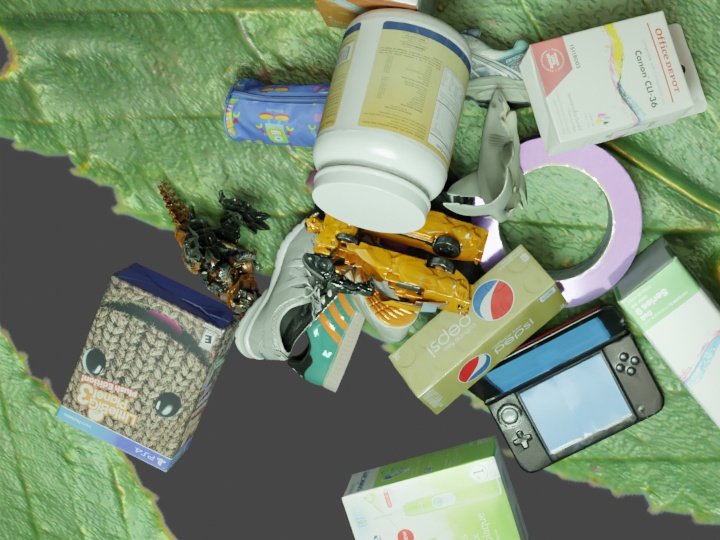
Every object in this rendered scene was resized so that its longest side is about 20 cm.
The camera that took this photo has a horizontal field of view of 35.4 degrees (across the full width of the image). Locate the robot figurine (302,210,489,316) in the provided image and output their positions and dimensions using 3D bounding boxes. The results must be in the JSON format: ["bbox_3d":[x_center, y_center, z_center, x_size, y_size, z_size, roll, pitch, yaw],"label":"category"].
[{"bbox_3d":[0.033,-0.021,1.235,0.198,0.058,0.146,16,61,6],"label":"robot figurine"}]

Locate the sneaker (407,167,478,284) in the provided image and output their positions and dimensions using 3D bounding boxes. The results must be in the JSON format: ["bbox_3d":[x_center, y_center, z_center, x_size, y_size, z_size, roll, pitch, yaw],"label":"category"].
[{"bbox_3d":[0.095,-0.052,1.304,0.091,0.076,0.202,-25,87,52],"label":"sneaker"}]

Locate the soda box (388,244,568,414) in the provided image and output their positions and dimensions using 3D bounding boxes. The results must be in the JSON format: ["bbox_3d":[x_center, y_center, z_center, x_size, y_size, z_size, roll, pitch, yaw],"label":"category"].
[{"bbox_3d":[0.133,0.068,1.275,0.200,0.064,0.068,-40,56,3],"label":"soda box"}]

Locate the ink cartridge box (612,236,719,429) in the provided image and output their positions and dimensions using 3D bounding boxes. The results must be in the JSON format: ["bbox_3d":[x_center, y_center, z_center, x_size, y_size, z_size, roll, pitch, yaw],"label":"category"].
[{"bbox_3d":[0.382,0.074,1.292,0.087,0.145,0.200,-40,93,13],"label":"ink cartridge box"}]

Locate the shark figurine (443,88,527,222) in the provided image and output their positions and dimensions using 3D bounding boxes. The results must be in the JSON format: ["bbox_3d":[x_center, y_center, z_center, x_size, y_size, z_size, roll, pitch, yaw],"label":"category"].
[{"bbox_3d":[0.133,-0.090,1.227,0.089,0.215,0.129,-7,124,15],"label":"shark figurine"}]

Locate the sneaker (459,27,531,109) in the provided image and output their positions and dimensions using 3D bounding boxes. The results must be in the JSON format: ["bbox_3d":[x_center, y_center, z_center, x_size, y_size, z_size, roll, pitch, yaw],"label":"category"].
[{"bbox_3d":[0.108,-0.239,1.324,0.198,0.078,0.087,5,88,1],"label":"sneaker"}]

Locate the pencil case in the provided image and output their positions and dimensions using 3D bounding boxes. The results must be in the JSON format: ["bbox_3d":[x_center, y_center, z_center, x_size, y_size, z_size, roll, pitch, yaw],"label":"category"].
[{"bbox_3d":[-0.065,-0.185,1.320,0.198,0.087,0.079,6,64,23],"label":"pencil case"}]

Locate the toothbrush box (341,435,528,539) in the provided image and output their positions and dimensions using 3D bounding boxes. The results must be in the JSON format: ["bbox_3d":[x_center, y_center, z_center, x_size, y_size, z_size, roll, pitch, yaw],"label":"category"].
[{"bbox_3d":[0.096,0.310,1.407,0.198,0.086,0.147,-16,97,12],"label":"toothbrush box"}]

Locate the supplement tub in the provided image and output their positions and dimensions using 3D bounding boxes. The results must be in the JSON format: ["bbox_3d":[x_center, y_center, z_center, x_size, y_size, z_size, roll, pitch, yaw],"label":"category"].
[{"bbox_3d":[0.031,-0.155,1.184,0.143,0.145,0.202,13,73,6],"label":"supplement tub"}]

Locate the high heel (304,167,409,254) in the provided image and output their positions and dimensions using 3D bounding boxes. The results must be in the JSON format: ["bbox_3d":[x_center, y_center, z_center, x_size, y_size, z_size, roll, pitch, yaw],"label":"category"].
[{"bbox_3d":[0.033,-0.090,1.354,0.199,0.067,0.097,35,107,2],"label":"high heel"}]

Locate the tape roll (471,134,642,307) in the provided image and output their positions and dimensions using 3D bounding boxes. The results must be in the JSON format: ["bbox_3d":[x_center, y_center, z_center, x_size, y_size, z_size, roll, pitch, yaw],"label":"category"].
[{"bbox_3d":[0.229,-0.060,1.333,0.198,0.066,0.202,1,100,7],"label":"tape roll"}]

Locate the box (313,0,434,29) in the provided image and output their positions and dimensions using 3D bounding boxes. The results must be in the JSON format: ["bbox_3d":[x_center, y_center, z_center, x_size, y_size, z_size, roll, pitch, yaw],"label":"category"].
[{"bbox_3d":[0.019,-0.326,1.241,0.123,0.200,0.099,13,90,6],"label":"box"}]

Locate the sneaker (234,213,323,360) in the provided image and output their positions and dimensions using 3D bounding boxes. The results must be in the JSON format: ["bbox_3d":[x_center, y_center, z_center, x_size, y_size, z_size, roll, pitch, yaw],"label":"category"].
[{"bbox_3d":[-0.067,0.025,1.353,0.082,0.075,0.201,16,73,41],"label":"sneaker"}]

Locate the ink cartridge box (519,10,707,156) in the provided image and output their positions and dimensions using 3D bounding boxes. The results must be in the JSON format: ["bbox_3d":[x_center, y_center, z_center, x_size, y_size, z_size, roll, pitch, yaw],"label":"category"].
[{"bbox_3d":[0.291,-0.214,1.260,0.198,0.068,0.118,-16,83,-6],"label":"ink cartridge box"}]

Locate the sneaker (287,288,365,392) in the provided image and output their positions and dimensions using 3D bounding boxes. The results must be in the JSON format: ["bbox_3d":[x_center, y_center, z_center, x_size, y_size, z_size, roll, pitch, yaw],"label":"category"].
[{"bbox_3d":[-0.032,0.048,1.386,0.079,0.071,0.202,21,103,1],"label":"sneaker"}]

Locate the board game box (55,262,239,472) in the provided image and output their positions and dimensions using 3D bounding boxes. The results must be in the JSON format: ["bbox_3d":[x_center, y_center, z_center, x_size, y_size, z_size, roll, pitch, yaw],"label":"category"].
[{"bbox_3d":[-0.264,0.119,1.418,0.158,0.097,0.202,24,102,3],"label":"board game box"}]

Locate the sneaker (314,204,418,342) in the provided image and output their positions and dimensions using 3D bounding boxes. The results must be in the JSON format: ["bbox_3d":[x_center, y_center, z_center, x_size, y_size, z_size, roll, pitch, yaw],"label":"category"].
[{"bbox_3d":[0.000,0.000,1.309,0.075,0.092,0.201,-20,63,-15],"label":"sneaker"}]

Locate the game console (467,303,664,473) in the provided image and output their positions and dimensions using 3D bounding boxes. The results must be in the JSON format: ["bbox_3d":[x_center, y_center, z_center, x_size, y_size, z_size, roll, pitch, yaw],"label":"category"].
[{"bbox_3d":[0.244,0.145,1.339,0.199,0.119,0.173,-28,95,12],"label":"game console"}]

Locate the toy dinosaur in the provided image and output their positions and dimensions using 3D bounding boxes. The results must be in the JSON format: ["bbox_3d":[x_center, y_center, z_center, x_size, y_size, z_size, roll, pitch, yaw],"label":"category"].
[{"bbox_3d":[-0.184,-0.023,1.382,0.199,0.103,0.136,33,146,-4],"label":"toy dinosaur"}]
